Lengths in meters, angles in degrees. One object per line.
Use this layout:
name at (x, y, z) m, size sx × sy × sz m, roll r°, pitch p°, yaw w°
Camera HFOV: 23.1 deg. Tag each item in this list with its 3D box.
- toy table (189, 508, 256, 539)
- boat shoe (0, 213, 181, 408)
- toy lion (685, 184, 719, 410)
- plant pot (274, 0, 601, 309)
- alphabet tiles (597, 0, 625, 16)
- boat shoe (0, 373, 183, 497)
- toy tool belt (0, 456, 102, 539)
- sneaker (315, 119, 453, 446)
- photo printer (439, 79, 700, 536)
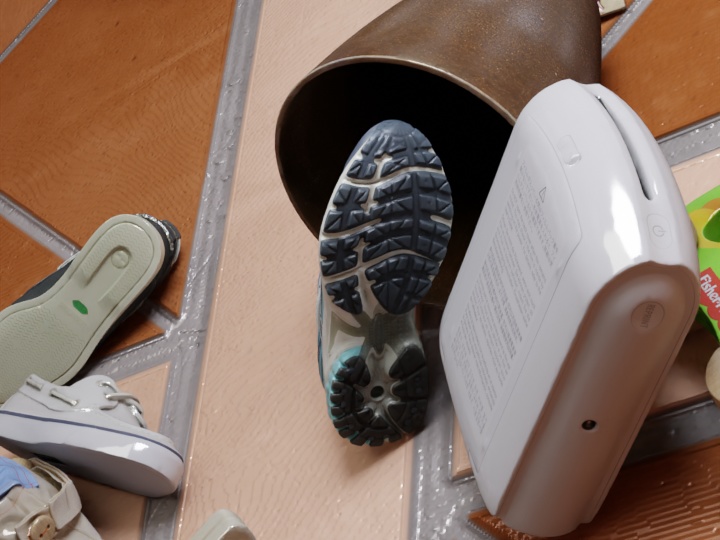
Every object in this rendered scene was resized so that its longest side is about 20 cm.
toy table at (-0.098, 0.224, 0.955) m, size 0.184 × 0.117 × 0.200 m, roll 20°, pitch 69°, yaw 50°
boat shoe at (-0.213, 0.033, 1.307) m, size 0.200 × 0.072 × 0.068 m, roll -41°, pitch 0°, yaw 14°
toy lion at (0.251, 0.003, 0.906) m, size 0.191 × 0.069 × 0.200 m, roll -31°, pitch 37°, yaw 4°
plant pot at (0.075, -0.109, 1.097) m, size 0.186 × 0.187 × 0.200 m, roll -7°, pitch 35°, yaw 38°
alphabet tiles at (0.112, -0.259, 1.224) m, size 0.166 × 0.006 × 0.201 m, roll -17°, pitch 78°, yaw 17°
boat shoe at (-0.179, 0.104, 1.191) m, size 0.200 × 0.072 × 0.066 m, roll 0°, pitch 58°, yaw 53°
toy tool belt at (-0.266, 0.162, 1.164) m, size 0.200 × 0.123 × 0.125 m, roll 10°, pitch 61°, yaw 47°
sneaker at (0.000, 0.000, 1.040) m, size 0.077 × 0.201 × 0.086 m, roll -2°, pitch 28°, yaw -17°
photo printer at (0.108, 0.013, 0.925) m, size 0.167 × 0.069 × 0.200 m, roll -104°, pitch 26°, yaw -49°
